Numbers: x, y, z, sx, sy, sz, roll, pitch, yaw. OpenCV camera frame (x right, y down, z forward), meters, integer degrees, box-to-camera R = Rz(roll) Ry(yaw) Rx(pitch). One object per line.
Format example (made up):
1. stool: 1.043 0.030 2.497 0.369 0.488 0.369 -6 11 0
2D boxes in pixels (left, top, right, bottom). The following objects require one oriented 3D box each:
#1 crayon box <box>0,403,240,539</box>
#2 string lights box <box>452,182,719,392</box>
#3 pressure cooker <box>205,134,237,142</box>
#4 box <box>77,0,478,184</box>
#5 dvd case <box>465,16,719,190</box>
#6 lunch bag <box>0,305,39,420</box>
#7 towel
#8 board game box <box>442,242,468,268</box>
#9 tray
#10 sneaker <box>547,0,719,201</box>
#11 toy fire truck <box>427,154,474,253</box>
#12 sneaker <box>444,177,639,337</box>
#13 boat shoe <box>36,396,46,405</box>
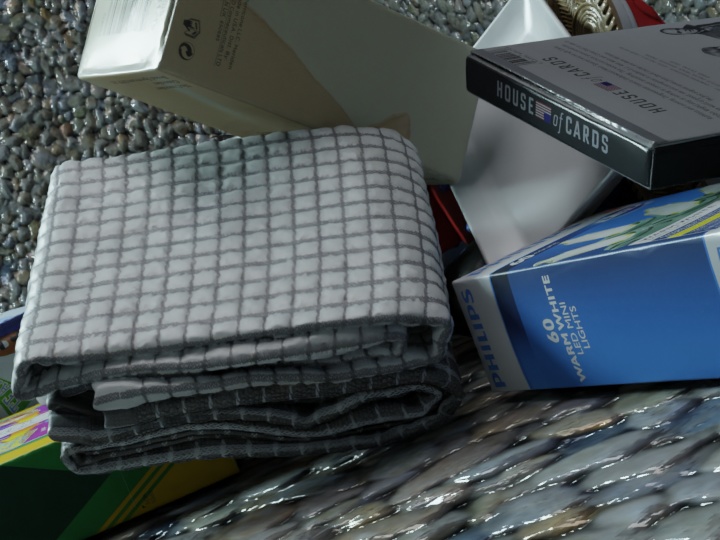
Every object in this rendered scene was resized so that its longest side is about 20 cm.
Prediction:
1. crayon box: -0.161 0.106 0.828 0.172 0.058 0.200 -22 6 -7
2. string lights box: 0.137 0.003 0.618 0.103 0.059 0.200 -24 6 -28
3. pressure cooker: -0.081 -0.030 1.231 0.176 0.179 0.200 -29 9 -36
4. box: -0.038 -0.110 0.799 0.199 0.078 0.095 17 -8 -35
5. dvd case: 0.171 -0.086 0.696 0.199 0.025 0.150 -12 27 -24
6. lunch bag: -0.266 0.097 0.999 0.199 0.124 0.170 -25 2 -13
7. towel: -0.058 0.015 0.721 0.199 0.086 0.166 -8 39 1
8. board game box: 0.044 -0.042 1.062 0.200 0.152 0.037 -26 47 -28
9. tray: 0.091 -0.073 0.803 0.107 0.022 0.200 -51 29 20
10. sneaker: 0.188 -0.099 0.818 0.112 0.201 0.071 -17 -22 -21
11. toy fire truck: 0.000 0.000 0.853 0.200 0.049 0.141 -33 6 3
12. sneaker: 0.124 -0.019 0.852 0.200 0.070 0.078 -25 11 -29
13. boat shoe: -0.114 0.002 0.857 0.200 0.071 0.072 -34 5 2
